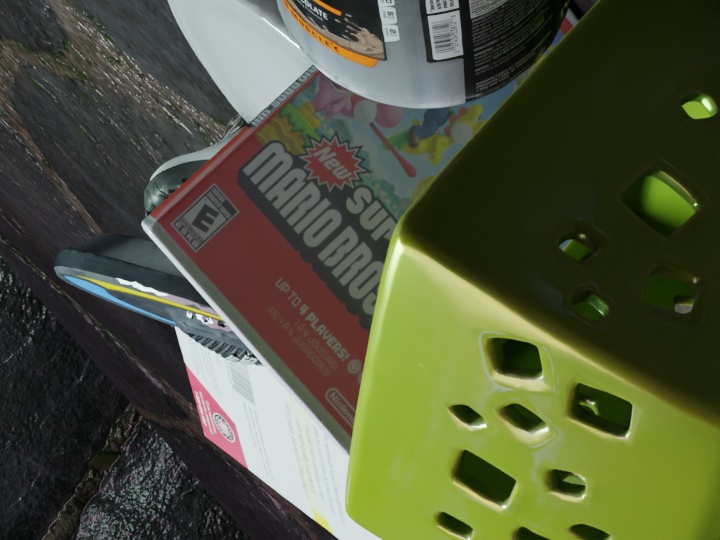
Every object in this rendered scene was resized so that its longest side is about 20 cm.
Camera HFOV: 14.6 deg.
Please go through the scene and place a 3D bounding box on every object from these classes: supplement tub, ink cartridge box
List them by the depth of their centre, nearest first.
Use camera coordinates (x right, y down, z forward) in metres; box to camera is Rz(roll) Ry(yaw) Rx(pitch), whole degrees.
[{"bbox_3d":[0.019,-0.150,1.029,0.123,0.123,0.200,41,168,17],"label":"supplement tub"},{"bbox_3d":[-0.008,0.080,1.628,0.200,0.083,0.145,35,151,33],"label":"ink cartridge box"}]

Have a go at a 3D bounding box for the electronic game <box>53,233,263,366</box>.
[{"bbox_3d":[-0.061,0.026,1.439,0.200,0.042,0.200,18,174,2],"label":"electronic game"}]

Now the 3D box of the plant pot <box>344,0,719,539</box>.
[{"bbox_3d":[0.126,0.027,1.027,0.181,0.200,0.199,34,149,16],"label":"plant pot"}]

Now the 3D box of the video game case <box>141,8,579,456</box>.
[{"bbox_3d":[0.024,-0.036,1.211,0.143,0.200,0.017,49,174,-21],"label":"video game case"}]

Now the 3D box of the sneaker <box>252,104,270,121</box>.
[{"bbox_3d":[0.000,0.001,1.290,0.201,0.067,0.108,46,166,-22],"label":"sneaker"}]

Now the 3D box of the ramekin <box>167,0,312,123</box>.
[{"bbox_3d":[0.012,-0.095,1.315,0.202,0.094,0.202,43,169,11],"label":"ramekin"}]

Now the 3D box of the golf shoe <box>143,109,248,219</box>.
[{"bbox_3d":[-0.049,-0.065,1.463,0.078,0.200,0.095,-43,70,36],"label":"golf shoe"}]

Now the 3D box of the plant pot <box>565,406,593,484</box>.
[{"bbox_3d":[0.194,0.159,1.423,0.187,0.187,0.200,50,155,-24],"label":"plant pot"}]
